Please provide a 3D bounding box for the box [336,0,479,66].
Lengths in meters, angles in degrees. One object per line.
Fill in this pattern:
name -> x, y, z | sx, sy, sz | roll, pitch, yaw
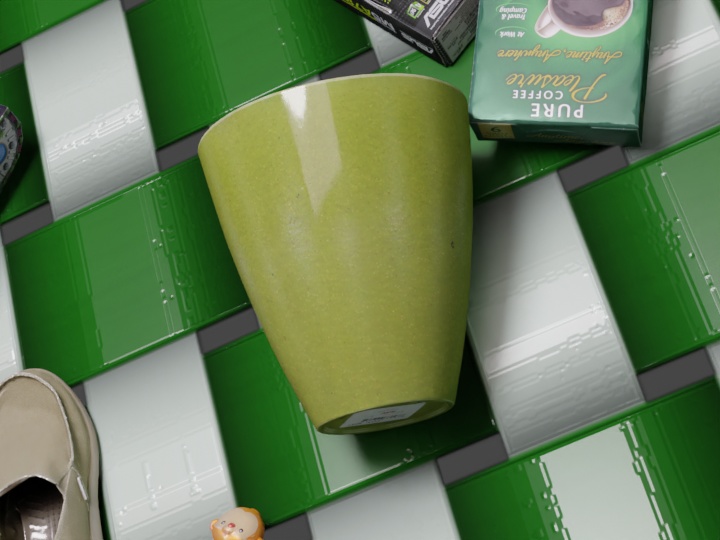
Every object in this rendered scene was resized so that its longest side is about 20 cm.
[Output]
box -> 0.053, -0.282, 1.243 | 0.193, 0.048, 0.201 | 34, 83, 34

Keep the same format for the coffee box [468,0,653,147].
coffee box -> 0.144, -0.188, 1.132 | 0.122, 0.044, 0.202 | 2, 75, 13

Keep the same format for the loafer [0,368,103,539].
loafer -> -0.226, 0.151, 1.139 | 0.075, 0.068, 0.201 | -27, 58, 9

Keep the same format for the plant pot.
plant pot -> 0.000, 0.000, 1.068 | 0.186, 0.187, 0.202 | -15, 75, 16

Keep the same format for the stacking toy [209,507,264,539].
stacking toy -> -0.119, 0.238, 1.044 | 0.115, 0.110, 0.201 | 17, 63, 32

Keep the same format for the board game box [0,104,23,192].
board game box -> -0.352, -0.047, 1.295 | 0.199, 0.062, 0.201 | 22, 76, 29
